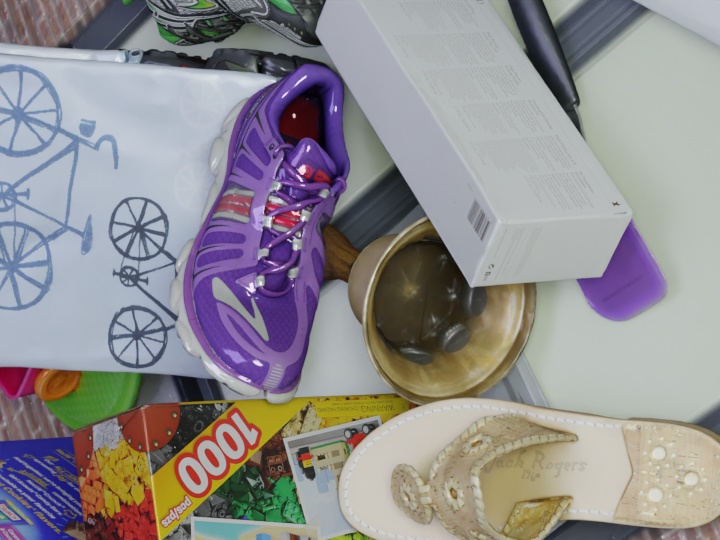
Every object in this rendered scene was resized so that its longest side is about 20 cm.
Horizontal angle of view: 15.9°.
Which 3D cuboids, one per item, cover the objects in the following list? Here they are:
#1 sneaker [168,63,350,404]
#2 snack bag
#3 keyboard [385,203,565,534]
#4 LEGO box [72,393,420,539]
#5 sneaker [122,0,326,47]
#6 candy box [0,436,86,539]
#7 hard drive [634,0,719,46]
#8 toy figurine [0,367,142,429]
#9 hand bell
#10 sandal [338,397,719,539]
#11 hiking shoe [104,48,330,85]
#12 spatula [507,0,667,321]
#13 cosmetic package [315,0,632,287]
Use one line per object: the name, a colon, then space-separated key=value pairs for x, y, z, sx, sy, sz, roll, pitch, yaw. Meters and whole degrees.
sneaker: x=-0.046 y=-0.026 z=1.360 sx=0.083 sy=0.080 sz=0.201 roll=-42 pitch=36 yaw=50
snack bag: x=-0.140 y=-0.034 z=1.471 sx=0.199 sy=0.021 sz=0.190 roll=4 pitch=101 yaw=6
keyboard: x=0.066 y=0.051 z=1.397 sx=0.056 sy=0.011 sz=0.201 roll=-47 pitch=57 yaw=40
LEGO box: x=-0.042 y=0.146 z=1.364 sx=0.077 sy=0.199 sz=0.150 roll=-22 pitch=74 yaw=51
sneaker: x=-0.072 y=-0.163 z=1.497 sx=0.200 sy=0.078 sz=0.086 roll=32 pitch=111 yaw=50
candy box: x=-0.197 y=0.167 z=1.523 sx=0.169 sy=0.199 sz=0.077 roll=30 pitch=112 yaw=42
hard drive: x=0.179 y=-0.185 z=1.273 sx=0.200 sy=0.026 sz=0.132 roll=34 pitch=113 yaw=40
toy figurine: x=-0.239 y=0.026 z=1.553 sx=0.150 sy=0.183 sz=0.201 roll=50 pitch=135 yaw=31
hand bell: x=0.000 y=0.000 z=1.413 sx=0.200 sy=0.104 sz=0.105 roll=23 pitch=106 yaw=59
sandal: x=0.078 y=0.102 z=1.279 sx=0.211 sy=0.070 sz=0.078 roll=-3 pitch=89 yaw=19
hiking shoe: x=-0.104 y=-0.078 z=1.522 sx=0.199 sy=0.076 sz=0.101 roll=2 pitch=87 yaw=44
spatula: x=0.109 y=-0.069 z=1.344 sx=0.056 sy=0.020 sz=0.201 roll=-37 pitch=62 yaw=48
cosmetic package: x=0.055 y=-0.078 z=1.334 sx=0.200 sy=0.082 sz=0.051 roll=61 pitch=144 yaw=38
